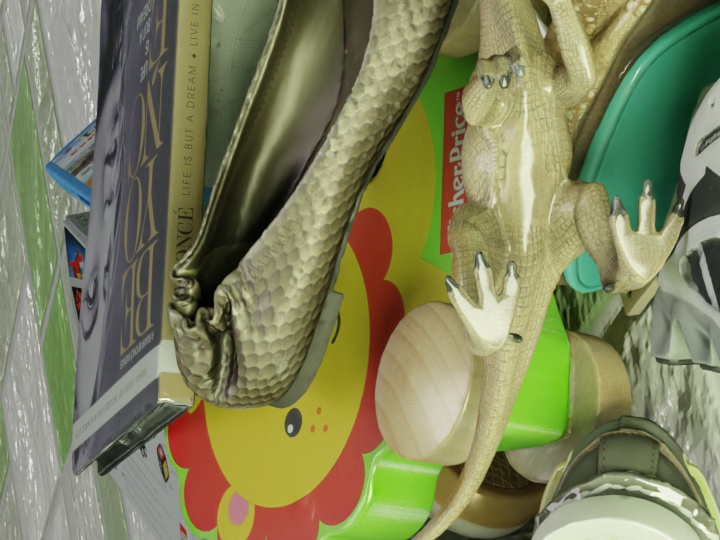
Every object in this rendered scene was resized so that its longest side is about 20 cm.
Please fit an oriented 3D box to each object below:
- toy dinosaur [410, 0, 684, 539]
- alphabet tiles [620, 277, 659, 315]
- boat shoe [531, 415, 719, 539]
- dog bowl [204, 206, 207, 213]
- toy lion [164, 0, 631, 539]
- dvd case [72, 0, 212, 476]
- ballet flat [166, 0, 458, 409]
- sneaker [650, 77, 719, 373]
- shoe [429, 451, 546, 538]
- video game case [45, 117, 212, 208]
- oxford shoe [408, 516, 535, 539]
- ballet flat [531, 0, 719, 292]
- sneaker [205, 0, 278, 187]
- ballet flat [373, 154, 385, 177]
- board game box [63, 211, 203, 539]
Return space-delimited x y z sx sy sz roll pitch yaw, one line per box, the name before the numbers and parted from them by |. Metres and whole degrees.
toy dinosaur | 0.042 -0.011 0.592 0.101 0.058 0.201 -127 36 -76
alphabet tiles | 0.086 -0.089 0.709 0.200 0.006 0.167 117 145 -61
boat shoe | 0.082 0.137 0.682 0.060 0.072 0.202 -71 -21 -55
dog bowl | -0.069 0.023 1.137 0.200 0.058 0.201 170 90 -72
toy lion | 0.000 0.000 0.742 0.191 0.068 0.201 -13 70 51
dvd case | -0.079 -0.036 0.830 0.149 0.016 0.201 142 131 -67
ballet flat | -0.017 -0.052 0.688 0.067 0.046 0.201 42 117 56
sneaker | 0.111 -0.017 0.527 0.200 0.074 0.089 -170 80 -76
shoe | 0.027 0.047 0.830 0.200 0.070 0.054 -109 32 -64
video game case | -0.066 -0.076 1.020 0.018 0.143 0.200 49 173 -19
oxford shoe | 0.038 0.103 0.821 0.058 0.075 0.200 63 172 -22
ballet flat | 0.075 -0.084 0.611 0.065 0.070 0.200 42 134 25
sneaker | -0.028 -0.118 0.827 0.200 0.080 0.076 -54 40 23
ballet flat | 0.022 -0.024 0.839 0.200 0.067 0.067 37 162 54
board game box | -0.096 0.056 1.084 0.200 0.034 0.127 -141 44 -63
